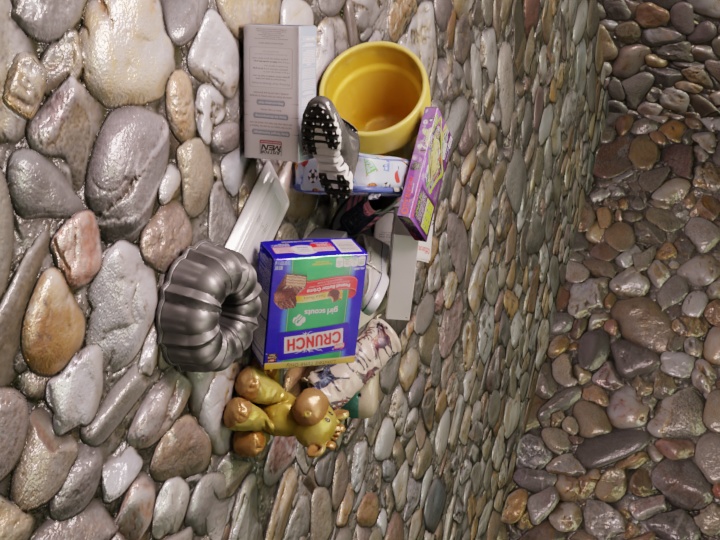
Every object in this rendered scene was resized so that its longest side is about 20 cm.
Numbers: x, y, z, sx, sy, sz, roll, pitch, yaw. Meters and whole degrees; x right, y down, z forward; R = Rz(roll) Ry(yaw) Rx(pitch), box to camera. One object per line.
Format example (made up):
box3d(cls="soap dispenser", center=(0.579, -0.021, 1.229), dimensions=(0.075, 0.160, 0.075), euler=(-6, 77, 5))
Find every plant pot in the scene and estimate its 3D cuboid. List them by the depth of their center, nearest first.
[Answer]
box3d(cls="plant pot", center=(0.035, -0.280, 1.800), dimensions=(0.190, 0.197, 0.204), euler=(71, 34, -63))

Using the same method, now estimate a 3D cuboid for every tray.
box3d(cls="tray", center=(-0.164, -0.071, 1.611), dimensions=(0.108, 0.022, 0.202), euler=(64, 40, -50))

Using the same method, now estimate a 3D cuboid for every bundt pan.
box3d(cls="bundt pan", center=(-0.213, 0.059, 1.464), dimensions=(0.201, 0.075, 0.206), euler=(-32, 127, -57))

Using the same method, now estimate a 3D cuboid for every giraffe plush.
box3d(cls="giraffe plush", center=(-0.113, 0.249, 1.653), dimensions=(0.201, 0.160, 0.175), euler=(63, 41, -52))

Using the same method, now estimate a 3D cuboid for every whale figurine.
box3d(cls="whale figurine", center=(-0.014, 0.218, 1.983), dimensions=(0.200, 0.102, 0.162), euler=(-87, 179, -77))

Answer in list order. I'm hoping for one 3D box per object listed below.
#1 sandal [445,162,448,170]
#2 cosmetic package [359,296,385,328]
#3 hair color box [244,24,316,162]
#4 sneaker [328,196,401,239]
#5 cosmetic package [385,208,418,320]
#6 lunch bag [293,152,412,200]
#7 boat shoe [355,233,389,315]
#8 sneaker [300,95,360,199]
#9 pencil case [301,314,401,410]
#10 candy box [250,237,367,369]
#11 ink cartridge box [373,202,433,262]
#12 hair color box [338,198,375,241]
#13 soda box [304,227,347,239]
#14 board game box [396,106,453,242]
box3d(cls="sandal", center=(0.138, -0.209, 1.835), dimensions=(0.200, 0.054, 0.083), euler=(75, 30, -74))
box3d(cls="cosmetic package", center=(-0.035, 0.057, 1.848), dimensions=(0.200, 0.102, 0.089), euler=(-36, 128, -60))
box3d(cls="hair color box", center=(-0.124, -0.276, 1.522), dimensions=(0.060, 0.097, 0.204), euler=(-28, 123, -62))
box3d(cls="sneaker", center=(0.008, -0.115, 1.812), dimensions=(0.200, 0.070, 0.082), euler=(-43, -176, 23))
box3d(cls="cosmetic package", center=(0.077, -0.010, 1.830), dimensions=(0.083, 0.050, 0.203), euler=(-90, -177, -51))
box3d(cls="lunch bag", center=(-0.007, -0.164, 1.701), dimensions=(0.159, 0.198, 0.077), euler=(-1, 97, -50))
box3d(cls="boat shoe", center=(0.003, -0.004, 1.766), dimensions=(0.075, 0.085, 0.203), euler=(-51, -162, 34))
box3d(cls="sneaker", center=(-0.043, -0.207, 1.516), dimensions=(0.201, 0.065, 0.092), euler=(73, 30, -52))
box3d(cls="pencil case", center=(-0.013, 0.176, 1.853), dimensions=(0.199, 0.078, 0.090), euler=(-41, 102, -14))
box3d(cls="candy box", center=(-0.086, 0.055, 1.620), dimensions=(0.166, 0.077, 0.203), euler=(-4, 117, -23))
box3d(cls="ink cartridge box", center=(0.090, -0.122, 1.950), dimensions=(0.144, 0.082, 0.204), euler=(9, 85, -69))
box3d(cls="hair color box", center=(0.014, -0.109, 1.955), dimensions=(0.202, 0.060, 0.100), euler=(76, 31, -41))
box3d(cls="soda box", center=(-0.090, -0.003, 1.745), dimensions=(0.200, 0.067, 0.064), euler=(-49, 140, -52))
box3d(cls="board game box", center=(0.114, -0.165, 1.700), dimensions=(0.120, 0.032, 0.203), euler=(52, 51, -67))
